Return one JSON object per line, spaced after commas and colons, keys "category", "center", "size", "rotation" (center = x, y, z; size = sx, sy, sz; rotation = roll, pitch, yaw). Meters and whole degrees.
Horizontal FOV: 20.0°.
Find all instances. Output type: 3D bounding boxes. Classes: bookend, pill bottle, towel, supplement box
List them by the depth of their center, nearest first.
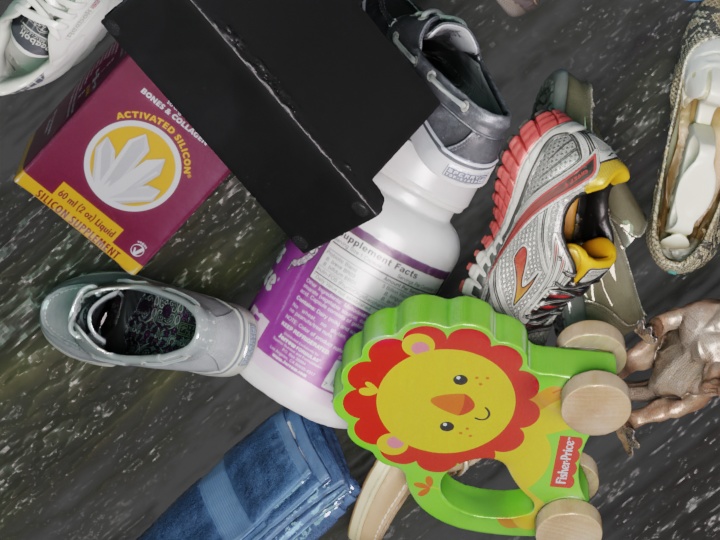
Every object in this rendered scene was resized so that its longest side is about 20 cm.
{"category": "bookend", "center": [-0.024, -0.156, 1.313], "size": [0.199, 0.092, 0.200], "rotation": [48, 56, -11]}
{"category": "supplement box", "center": [-0.132, -0.112, 1.410], "size": [0.110, 0.086, 0.200], "rotation": [39, 107, -17]}
{"category": "pill bottle", "center": [0.000, 0.000, 1.416], "size": [0.112, 0.112, 0.200], "rotation": [31, 99, 3]}
{"category": "towel", "center": [-0.094, 0.182, 1.454], "size": [0.200, 0.112, 0.049], "rotation": [-43, 127, 11]}

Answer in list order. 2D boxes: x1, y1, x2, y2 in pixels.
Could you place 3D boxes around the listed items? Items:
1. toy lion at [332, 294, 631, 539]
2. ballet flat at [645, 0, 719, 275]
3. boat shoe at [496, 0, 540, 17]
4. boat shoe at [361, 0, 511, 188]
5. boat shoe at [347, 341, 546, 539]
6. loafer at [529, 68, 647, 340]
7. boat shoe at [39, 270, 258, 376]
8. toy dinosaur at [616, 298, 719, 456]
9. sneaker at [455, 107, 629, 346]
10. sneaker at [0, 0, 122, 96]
{"category": "toy lion", "center": [0.076, 0.100, 1.359], "size": [0.191, 0.069, 0.200], "rotation": [4, 132, -1]}
{"category": "ballet flat", "center": [0.238, -0.092, 1.393], "size": [0.068, 0.075, 0.201], "rotation": [13, 98, 9]}
{"category": "boat shoe", "center": [0.090, -0.274, 1.393], "size": [0.073, 0.074, 0.200], "rotation": [-20, 95, 9]}
{"category": "boat shoe", "center": [0.049, -0.142, 1.363], "size": [0.072, 0.200, 0.068], "rotation": [9, 126, -27]}
{"category": "boat shoe", "center": [0.059, 0.116, 1.442], "size": [0.064, 0.071, 0.200], "rotation": [32, 98, 4]}
{"category": "loafer", "center": [0.161, -0.042, 1.418], "size": [0.069, 0.075, 0.201], "rotation": [-8, 101, -5]}
{"category": "boat shoe", "center": [-0.164, 0.032, 1.421], "size": [0.200, 0.071, 0.070], "rotation": [7, 81, 39]}
{"category": "toy dinosaur", "center": [0.240, 0.055, 1.402], "size": [0.200, 0.135, 0.086], "rotation": [-38, 80, 49]}
{"category": "sneaker", "center": [0.121, -0.001, 1.348], "size": [0.082, 0.078, 0.200], "rotation": [32, 124, 32]}
{"category": "sneaker", "center": [-0.193, -0.194, 1.398], "size": [0.076, 0.080, 0.200], "rotation": [42, 127, 4]}
